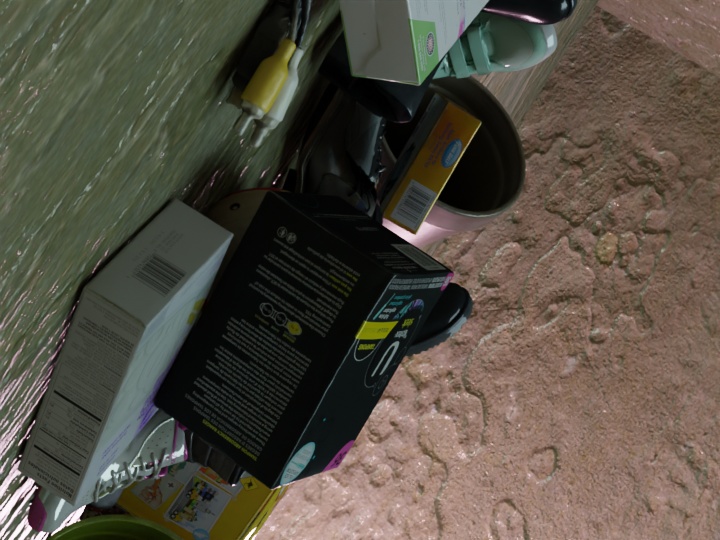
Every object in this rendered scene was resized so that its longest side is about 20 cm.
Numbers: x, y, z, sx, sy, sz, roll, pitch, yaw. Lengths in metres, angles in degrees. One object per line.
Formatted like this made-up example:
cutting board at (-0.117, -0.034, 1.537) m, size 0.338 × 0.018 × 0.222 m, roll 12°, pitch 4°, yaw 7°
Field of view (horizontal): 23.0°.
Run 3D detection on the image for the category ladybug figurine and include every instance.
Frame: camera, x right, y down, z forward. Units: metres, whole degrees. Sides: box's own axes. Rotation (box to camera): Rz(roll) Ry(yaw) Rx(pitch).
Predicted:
ladybug figurine at (-0.102, -0.013, 1.537) m, size 0.136 × 0.072 × 0.200 m, roll -57°, pitch 173°, yaw -11°

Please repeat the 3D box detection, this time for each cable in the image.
cable at (-0.040, -0.186, 1.305) m, size 0.201 × 0.050 × 0.097 m, roll -59°, pitch 175°, yaw 9°

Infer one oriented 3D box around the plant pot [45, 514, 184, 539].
plant pot at (-0.248, 0.348, 1.661) m, size 0.201 × 0.200 × 0.193 m, roll -56°, pitch -174°, yaw -28°

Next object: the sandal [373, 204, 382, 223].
sandal at (-0.012, -0.042, 1.854) m, size 0.075 × 0.045 × 0.200 m, roll -50°, pitch -159°, yaw -2°

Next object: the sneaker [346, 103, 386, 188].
sneaker at (-0.001, -0.124, 1.801) m, size 0.201 × 0.079 × 0.074 m, roll -60°, pitch 172°, yaw -5°

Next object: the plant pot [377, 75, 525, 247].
plant pot at (0.053, -0.106, 1.949) m, size 0.173 × 0.200 × 0.200 m, roll -41°, pitch -171°, yaw 46°

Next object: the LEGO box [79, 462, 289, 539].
LEGO box at (-0.169, 0.225, 1.778) m, size 0.200 × 0.149 × 0.077 m, roll -51°, pitch 170°, yaw -51°

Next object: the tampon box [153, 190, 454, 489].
tampon box at (-0.044, 0.054, 1.433) m, size 0.201 × 0.126 × 0.150 m, roll -60°, pitch 162°, yaw 12°

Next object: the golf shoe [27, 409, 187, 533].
golf shoe at (-0.196, 0.148, 1.470) m, size 0.200 × 0.091 × 0.075 m, roll -53°, pitch 173°, yaw -35°

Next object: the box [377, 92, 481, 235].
box at (0.062, -0.104, 1.666) m, size 0.119 × 0.041 × 0.200 m, roll -60°, pitch -177°, yaw 7°

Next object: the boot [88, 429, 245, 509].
boot at (-0.163, 0.159, 1.588) m, size 0.201 × 0.131 × 0.070 m, roll -62°, pitch 174°, yaw 25°

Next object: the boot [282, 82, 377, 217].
boot at (-0.015, -0.096, 1.682) m, size 0.200 × 0.096 × 0.075 m, roll 117°, pitch -7°, yaw -45°

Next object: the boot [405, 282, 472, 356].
boot at (-0.001, 0.000, 1.691) m, size 0.164 × 0.200 × 0.066 m, roll -24°, pitch -142°, yaw 8°

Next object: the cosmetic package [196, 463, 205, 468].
cosmetic package at (-0.127, 0.085, 1.738) m, size 0.200 × 0.087 × 0.104 m, roll -53°, pitch 170°, yaw -46°

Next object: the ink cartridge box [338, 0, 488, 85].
ink cartridge box at (0.054, -0.255, 1.469) m, size 0.200 × 0.067 × 0.118 m, roll -52°, pitch 143°, yaw -45°

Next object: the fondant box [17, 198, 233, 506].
fondant box at (-0.179, 0.062, 1.348) m, size 0.144 × 0.058 × 0.200 m, roll -52°, pitch 171°, yaw -52°

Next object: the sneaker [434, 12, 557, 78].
sneaker at (0.083, -0.200, 1.687) m, size 0.118 × 0.200 × 0.074 m, roll -46°, pitch 127°, yaw -41°

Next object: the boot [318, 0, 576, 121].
boot at (0.079, -0.211, 1.574) m, size 0.200 × 0.164 × 0.066 m, roll -56°, pitch 165°, yaw -33°
